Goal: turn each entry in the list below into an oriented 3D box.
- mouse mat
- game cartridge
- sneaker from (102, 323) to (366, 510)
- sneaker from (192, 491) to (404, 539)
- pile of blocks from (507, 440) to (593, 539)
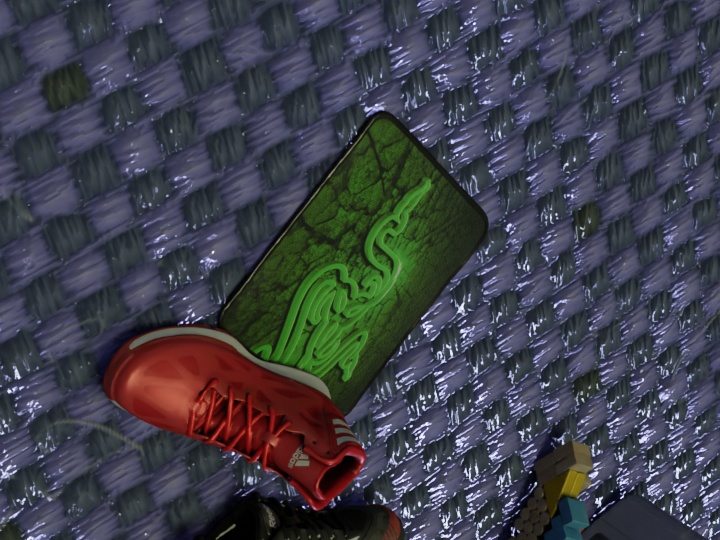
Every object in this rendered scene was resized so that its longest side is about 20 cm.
[{"bbox_3d":[0.000,0.000,1.166,0.201,0.008,0.161,-52,131,-3],"label":"mouse mat"},{"bbox_3d":[0.217,0.296,1.379,0.200,0.133,0.041,-49,123,-8],"label":"game cartridge"},{"bbox_3d":[-0.074,0.102,1.086,0.199,0.115,0.079,13,107,-38],"label":"sneaker"},{"bbox_3d":[-0.051,0.210,1.185,0.199,0.071,0.099,-16,122,-28],"label":"sneaker"},{"bbox_3d":[0.166,0.247,1.354,0.062,0.082,0.202,18,99,-39],"label":"pile of blocks"}]
